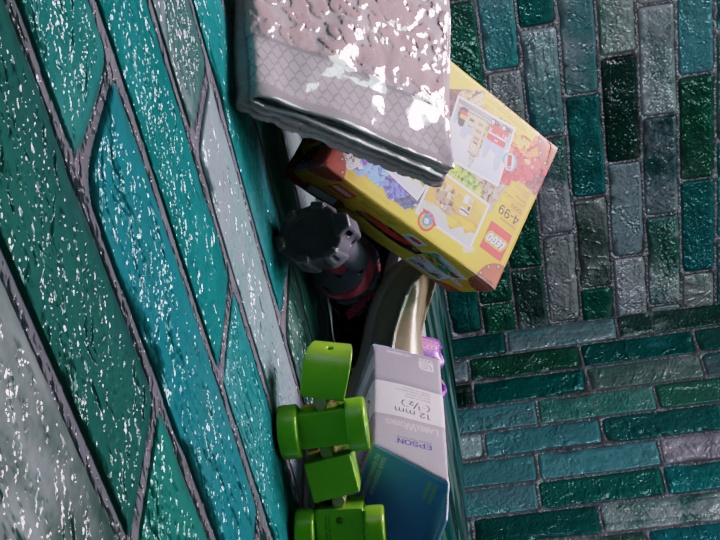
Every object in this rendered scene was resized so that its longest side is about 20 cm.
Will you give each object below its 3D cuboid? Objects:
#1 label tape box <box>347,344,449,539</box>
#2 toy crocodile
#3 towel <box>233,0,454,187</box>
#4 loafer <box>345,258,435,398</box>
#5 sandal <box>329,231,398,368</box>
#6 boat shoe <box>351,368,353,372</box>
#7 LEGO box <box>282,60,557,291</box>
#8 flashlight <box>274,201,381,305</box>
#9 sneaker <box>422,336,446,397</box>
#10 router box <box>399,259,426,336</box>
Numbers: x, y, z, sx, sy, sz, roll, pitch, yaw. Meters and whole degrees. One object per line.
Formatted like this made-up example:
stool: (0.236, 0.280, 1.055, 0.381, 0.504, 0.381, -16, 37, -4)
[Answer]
label tape box: (0.017, 0.175, 1.033, 0.201, 0.065, 0.144, -85, -168, -60)
toy crocodile: (-0.019, 0.152, 0.956, 0.062, 0.067, 0.202, -54, 136, -84)
towel: (-0.009, -0.178, 1.020, 0.199, 0.032, 0.193, 18, 57, -32)
loafer: (0.035, 0.084, 1.201, 0.202, 0.068, 0.076, -70, 157, -11)
sandal: (0.000, 0.000, 1.250, 0.075, 0.045, 0.202, 34, -59, 38)
boat shoe: (0.012, 0.055, 1.374, 0.061, 0.071, 0.203, -97, -178, -50)
LEGO box: (0.054, -0.096, 1.143, 0.077, 0.199, 0.150, -3, -123, 60)
flashlight: (-0.028, -0.013, 1.122, 0.068, 0.067, 0.200, -64, 167, -2)
sneaker: (0.043, 0.141, 1.352, 0.081, 0.087, 0.202, -98, -168, -51)
router box: (0.062, 0.055, 1.913, 0.180, 0.048, 0.202, 66, 18, -70)
